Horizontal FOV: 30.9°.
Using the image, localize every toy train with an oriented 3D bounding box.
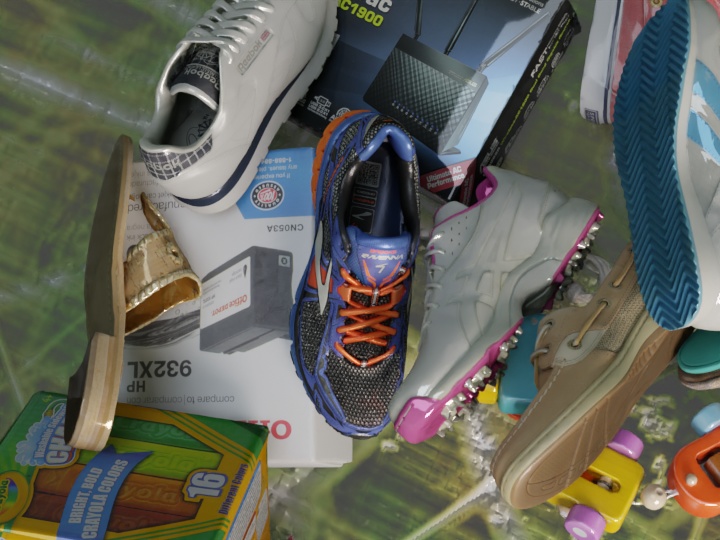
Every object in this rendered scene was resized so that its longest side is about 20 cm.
[{"bbox_3d":[0.159,0.091,0.804,0.149,0.056,0.200,-30,62,-16],"label":"toy train"}]

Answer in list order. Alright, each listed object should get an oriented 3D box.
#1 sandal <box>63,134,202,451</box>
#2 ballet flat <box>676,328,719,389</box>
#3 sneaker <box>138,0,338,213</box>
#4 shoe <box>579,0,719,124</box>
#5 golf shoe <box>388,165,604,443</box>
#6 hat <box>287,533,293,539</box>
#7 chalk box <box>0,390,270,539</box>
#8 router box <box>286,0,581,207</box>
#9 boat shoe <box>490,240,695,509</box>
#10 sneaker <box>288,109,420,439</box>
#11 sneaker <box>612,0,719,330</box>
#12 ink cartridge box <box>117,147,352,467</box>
[{"bbox_3d":[-0.133,0.018,0.809,0.069,0.078,0.213,15,54,-20],"label":"sandal"},{"bbox_3d":[0.281,0.022,0.767,0.199,0.068,0.067,-38,112,8],"label":"ballet flat"},{"bbox_3d":[-0.075,-0.137,0.818,0.076,0.081,0.201,14,74,25],"label":"sneaker"},{"bbox_3d":[0.199,-0.188,0.823,0.090,0.071,0.202,9,90,17],"label":"shoe"},{"bbox_3d":[0.063,0.016,0.774,0.091,0.076,0.200,34,56,11],"label":"golf shoe"},{"bbox_3d":[-0.156,0.286,0.888,0.199,0.175,0.167,-24,73,52],"label":"hat"},{"bbox_3d":[-0.164,0.161,0.785,0.198,0.125,0.125,7,124,8],"label":"chalk box"},{"bbox_3d":[0.024,-0.147,0.872,0.199,0.062,0.151,29,90,19],"label":"router box"},{"bbox_3d":[0.130,0.057,0.757,0.064,0.072,0.200,32,54,24],"label":"boat shoe"},{"bbox_3d":[0.000,0.000,0.777,0.075,0.078,0.202,0,88,-14],"label":"sneaker"},{"bbox_3d":[0.200,-0.063,0.753,0.080,0.076,0.202,3,75,-20],"label":"sneaker"},{"bbox_3d":[-0.083,0.029,0.867,0.144,0.084,0.202,-3,81,16],"label":"ink cartridge box"}]
